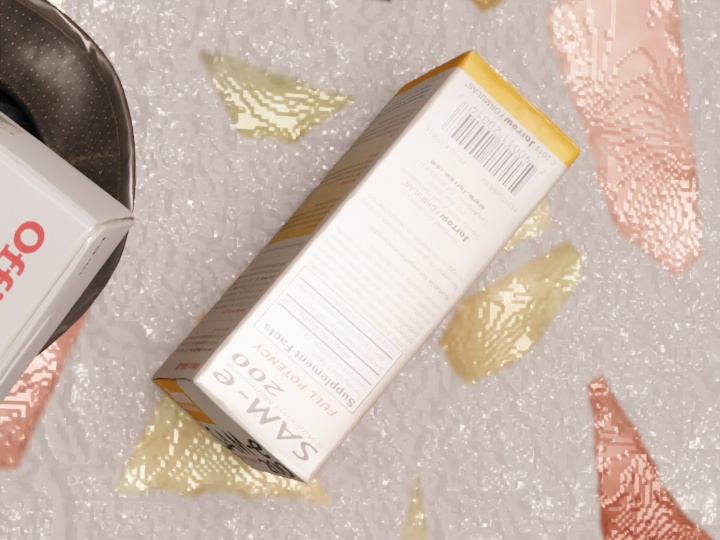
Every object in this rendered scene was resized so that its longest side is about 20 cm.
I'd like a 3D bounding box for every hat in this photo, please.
[{"bbox_3d":[-0.192,-0.038,0.957,0.201,0.081,0.201,0,92,5],"label":"hat"}]

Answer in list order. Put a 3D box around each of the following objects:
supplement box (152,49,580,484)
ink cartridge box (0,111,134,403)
[{"bbox_3d":[0.000,0.000,0.975,0.074,0.126,0.200,42,80,-9],"label":"supplement box"},{"bbox_3d":[-0.218,-0.022,0.877,0.200,0.085,0.145,38,96,3],"label":"ink cartridge box"}]
